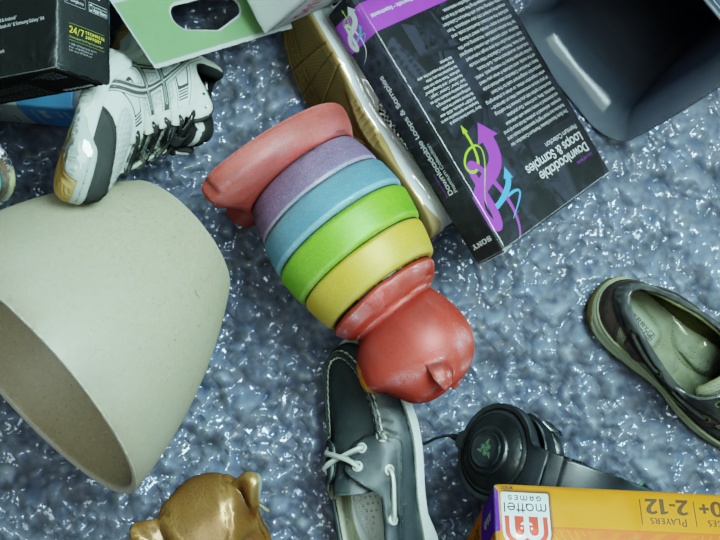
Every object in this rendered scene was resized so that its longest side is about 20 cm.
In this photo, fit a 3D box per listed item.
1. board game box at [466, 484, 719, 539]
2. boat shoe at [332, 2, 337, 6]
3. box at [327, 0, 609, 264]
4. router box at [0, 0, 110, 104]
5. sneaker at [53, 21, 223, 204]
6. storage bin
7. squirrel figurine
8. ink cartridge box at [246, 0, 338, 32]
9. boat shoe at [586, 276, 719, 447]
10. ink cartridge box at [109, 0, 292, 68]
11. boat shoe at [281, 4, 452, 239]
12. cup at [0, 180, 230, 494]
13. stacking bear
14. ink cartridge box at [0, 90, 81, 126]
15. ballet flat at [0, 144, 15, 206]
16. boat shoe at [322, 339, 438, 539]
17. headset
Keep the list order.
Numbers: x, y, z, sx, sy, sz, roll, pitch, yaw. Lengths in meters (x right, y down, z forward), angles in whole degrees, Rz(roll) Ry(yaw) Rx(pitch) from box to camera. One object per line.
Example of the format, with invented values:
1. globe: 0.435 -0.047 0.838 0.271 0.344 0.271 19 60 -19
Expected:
1. board game box: 0.165 0.269 0.666 0.196 0.201 0.203 3 58 -3
2. boat shoe: -0.073 -0.271 0.769 0.072 0.063 0.201 -39 92 -5
3. box: 0.081 -0.122 0.754 0.142 0.036 0.202 -31 89 -39
4. router box: -0.243 -0.177 0.647 0.196 0.051 0.153 -3 85 27
5. sneaker: -0.139 -0.105 0.706 0.087 0.202 0.076 26 127 -13
6. storage bin: 0.212 -0.203 0.730 0.134 0.200 0.146 -41 91 -15
7. squirrel figurine: -0.073 0.229 0.687 0.139 0.200 0.190 -18 98 1
8. ink cartridge box: 0.020 -0.248 0.697 0.198 0.145 0.086 -30 96 -31
9. boat shoe: 0.255 0.076 0.778 0.200 0.066 0.072 38 86 -2
10. ink cartridge box: -0.153 -0.224 0.725 0.145 0.048 0.202 -31 88 -47
11. boat shoe: 0.014 -0.120 0.773 0.069 0.071 0.202 -32 91 -25
12. cup: -0.170 0.023 0.706 0.200 0.200 0.143 46 62 -1
13. stacking bear: 0.000 0.000 0.717 0.113 0.121 0.201 -35 80 0
14. ink cartridge box: -0.289 -0.171 0.750 0.196 0.067 0.118 4 87 -3
15. ballet flat: -0.283 -0.070 0.710 0.198 0.072 0.074 -9 88 36
16. boat shoe: 0.007 0.150 0.750 0.060 0.075 0.204 -15 87 -41
17. headset: 0.110 0.117 0.747 0.197 0.123 0.096 16 83 21
